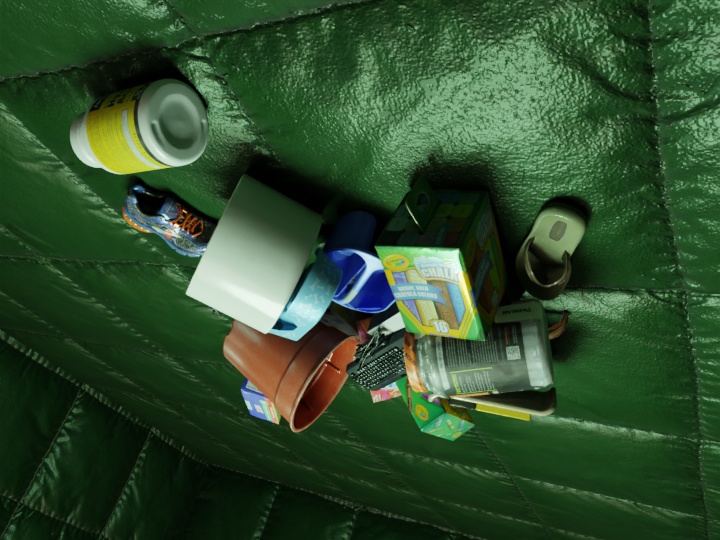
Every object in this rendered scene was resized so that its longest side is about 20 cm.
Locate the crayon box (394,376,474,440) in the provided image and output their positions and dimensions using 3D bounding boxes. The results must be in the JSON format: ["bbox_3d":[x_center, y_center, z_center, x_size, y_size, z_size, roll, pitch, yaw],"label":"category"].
[{"bbox_3d":[0.136,0.240,1.234,0.058,0.120,0.200,-35,152,10],"label":"crayon box"}]

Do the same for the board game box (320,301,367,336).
[{"bbox_3d":[-0.085,0.074,1.315,0.151,0.041,0.200,-2,144,39],"label":"board game box"}]

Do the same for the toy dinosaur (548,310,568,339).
[{"bbox_3d":[0.205,0.126,1.081,0.196,0.108,0.180,-13,-170,-27],"label":"toy dinosaur"}]

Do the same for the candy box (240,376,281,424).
[{"bbox_3d":[-0.181,0.204,1.442,0.075,0.203,0.170,17,153,7],"label":"candy box"}]

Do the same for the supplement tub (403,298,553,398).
[{"bbox_3d":[0.167,0.114,0.948,0.196,0.125,0.123,-9,144,17],"label":"supplement tub"}]

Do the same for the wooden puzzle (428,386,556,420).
[{"bbox_3d":[0.222,0.211,1.105,0.195,0.038,0.185,3,179,16],"label":"wooden puzzle"}]

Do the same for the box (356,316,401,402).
[{"bbox_3d":[0.054,0.168,1.285,0.098,0.097,0.201,-14,150,-4],"label":"box"}]

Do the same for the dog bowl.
[{"bbox_3d":[-0.082,0.043,1.002,0.049,0.113,0.200,29,153,-9],"label":"dog bowl"}]

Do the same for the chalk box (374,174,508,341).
[{"bbox_3d":[0.108,-0.026,0.880,0.122,0.126,0.202,4,134,31],"label":"chalk box"}]

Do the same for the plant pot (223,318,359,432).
[{"bbox_3d":[-0.135,0.153,1.231,0.194,0.201,0.202,33,157,19],"label":"plant pot"}]

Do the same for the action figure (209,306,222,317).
[{"bbox_3d":[-0.215,0.011,1.215,0.197,0.132,0.069,-22,138,33],"label":"action figure"}]

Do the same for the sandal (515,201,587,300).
[{"bbox_3d":[0.248,-0.014,0.895,0.078,0.058,0.202,14,152,14],"label":"sandal"}]

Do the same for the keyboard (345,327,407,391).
[{"bbox_3d":[0.034,0.159,1.123,0.103,0.040,0.200,37,139,-11],"label":"keyboard"}]

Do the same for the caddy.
[{"bbox_3d":[0.000,0.000,1.047,0.139,0.106,0.200,27,153,-8],"label":"caddy"}]

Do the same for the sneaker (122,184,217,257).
[{"bbox_3d":[-0.330,-0.087,1.174,0.196,0.076,0.079,21,150,-2],"label":"sneaker"}]

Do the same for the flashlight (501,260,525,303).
[{"bbox_3d":[0.175,0.049,1.052,0.067,0.069,0.199,33,151,-21],"label":"flashlight"}]

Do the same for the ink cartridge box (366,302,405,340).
[{"bbox_3d":[0.076,0.040,1.074,0.039,0.101,0.200,28,151,-14],"label":"ink cartridge box"}]

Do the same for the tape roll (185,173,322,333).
[{"bbox_3d":[-0.161,-0.025,1.018,0.137,0.206,0.203,27,152,-11],"label":"tape roll"}]

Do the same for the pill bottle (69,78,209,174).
[{"bbox_3d":[-0.313,-0.193,0.927,0.197,0.113,0.112,-1,146,36],"label":"pill bottle"}]
